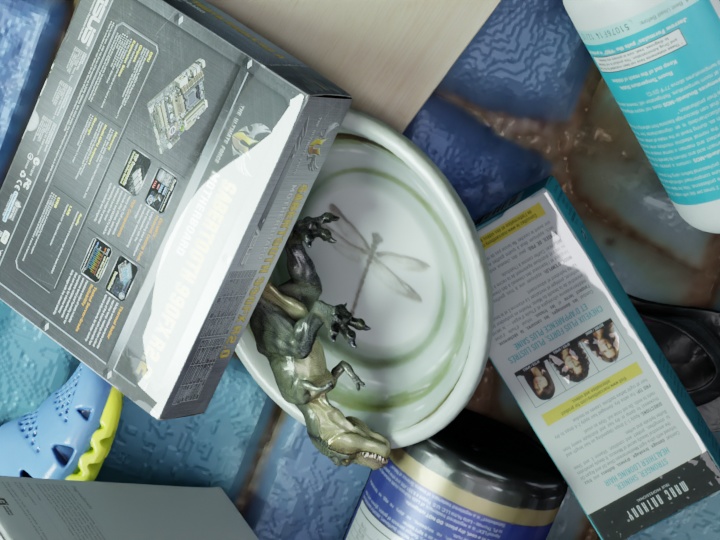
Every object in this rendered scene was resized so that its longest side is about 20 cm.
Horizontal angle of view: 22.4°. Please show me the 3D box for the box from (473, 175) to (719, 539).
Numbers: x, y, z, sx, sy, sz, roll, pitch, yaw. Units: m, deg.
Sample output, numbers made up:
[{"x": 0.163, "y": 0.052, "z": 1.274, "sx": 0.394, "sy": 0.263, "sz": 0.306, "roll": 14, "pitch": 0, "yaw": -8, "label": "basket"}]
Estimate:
[{"x": 0.127, "y": 0.052, "z": 1.049, "sx": 0.082, "sy": 0.049, "sz": 0.201, "roll": -30, "pitch": 95, "yaw": 16, "label": "box"}]

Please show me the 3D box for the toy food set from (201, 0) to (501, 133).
[{"x": 0.012, "y": -0.179, "z": 1.018, "sx": 0.143, "sy": 0.060, "sz": 0.200, "roll": 37, "pitch": 98, "yaw": -1, "label": "toy food set"}]

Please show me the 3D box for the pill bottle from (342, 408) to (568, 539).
[{"x": 0.036, "y": 0.188, "z": 1.081, "sx": 0.111, "sy": 0.112, "sz": 0.201, "roll": 20, "pitch": 103, "yaw": -9, "label": "pill bottle"}]

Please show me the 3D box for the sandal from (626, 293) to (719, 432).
[{"x": 0.166, "y": 0.049, "z": 1.086, "sx": 0.199, "sy": 0.048, "sz": 0.076, "roll": 20, "pitch": 102, "yaw": -8, "label": "sandal"}]

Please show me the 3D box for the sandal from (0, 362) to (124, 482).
[{"x": -0.211, "y": 0.126, "z": 1.067, "sx": 0.087, "sy": 0.080, "sz": 0.200, "roll": 37, "pitch": 98, "yaw": -9, "label": "sandal"}]

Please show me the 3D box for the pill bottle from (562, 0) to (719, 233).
[{"x": 0.204, "y": -0.099, "z": 1.018, "sx": 0.110, "sy": 0.111, "sz": 0.201, "roll": -30, "pitch": 105, "yaw": 4, "label": "pill bottle"}]

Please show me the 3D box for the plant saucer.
[{"x": 0.000, "y": 0.000, "z": 1.029, "sx": 0.199, "sy": 0.050, "sz": 0.201, "roll": 15, "pitch": 116, "yaw": 34, "label": "plant saucer"}]

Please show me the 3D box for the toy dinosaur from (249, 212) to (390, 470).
[{"x": -0.036, "y": 0.020, "z": 1.005, "sx": 0.088, "sy": 0.047, "sz": 0.201, "roll": -38, "pitch": 79, "yaw": 48, "label": "toy dinosaur"}]

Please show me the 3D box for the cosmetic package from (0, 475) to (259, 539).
[{"x": -0.152, "y": 0.181, "z": 1.021, "sx": 0.199, "sy": 0.085, "sz": 0.108, "roll": 11, "pitch": 119, "yaw": -49, "label": "cosmetic package"}]

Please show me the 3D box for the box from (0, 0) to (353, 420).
[{"x": -0.114, "y": -0.045, "z": 0.993, "sx": 0.158, "sy": 0.048, "sz": 0.201, "roll": 33, "pitch": 108, "yaw": 24, "label": "box"}]
